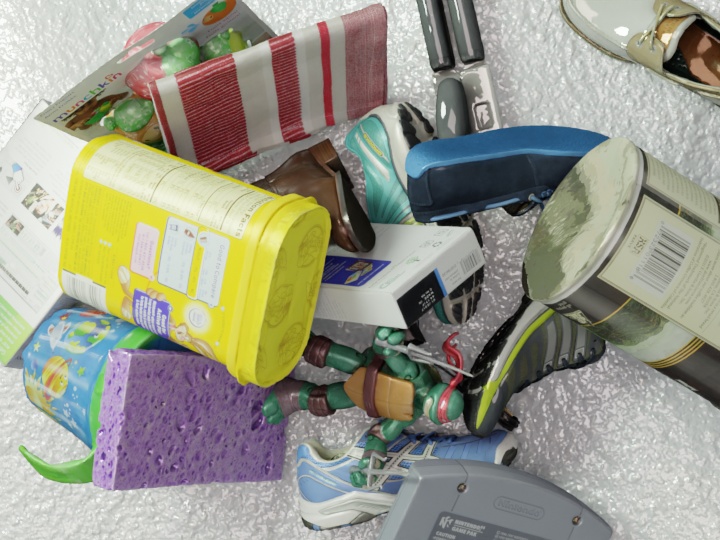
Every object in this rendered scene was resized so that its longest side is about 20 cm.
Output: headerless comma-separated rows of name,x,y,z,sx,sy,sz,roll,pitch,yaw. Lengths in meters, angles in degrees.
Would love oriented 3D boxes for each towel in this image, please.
towel,-0.070,-0.145,1.156,0.199,0.144,0.023,-20,65,-8

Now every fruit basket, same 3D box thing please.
fruit basket,-0.157,-0.156,1.160,0.185,0.200,0.094,-34,85,6

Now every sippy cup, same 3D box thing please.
sippy cup,-0.217,0.094,1.202,0.130,0.178,0.140,16,110,33

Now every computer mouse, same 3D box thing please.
computer mouse,0.063,0.066,1.208,0.200,0.059,0.034,40,87,4

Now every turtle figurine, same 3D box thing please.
turtle figurine,0.011,0.103,1.154,0.199,0.101,0.150,11,106,28

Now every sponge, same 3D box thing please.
sponge,-0.135,0.124,1.170,0.030,0.200,0.112,10,92,39

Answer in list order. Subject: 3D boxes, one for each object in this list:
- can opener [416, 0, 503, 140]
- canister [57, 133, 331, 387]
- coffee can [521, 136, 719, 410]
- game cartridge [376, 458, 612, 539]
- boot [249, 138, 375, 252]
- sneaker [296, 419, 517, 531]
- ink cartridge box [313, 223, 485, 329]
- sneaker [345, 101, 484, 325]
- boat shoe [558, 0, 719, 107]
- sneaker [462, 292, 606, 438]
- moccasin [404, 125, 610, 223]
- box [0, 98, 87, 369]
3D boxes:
can opener,0.081,-0.192,1.198,0.052,0.066,0.201,-12,87,14
canister,-0.136,-0.013,1.104,0.200,0.087,0.149,22,113,22
coffee can,0.250,0.005,1.105,0.200,0.146,0.147,30,95,-15
game cartridge,0.108,0.229,1.164,0.199,0.040,0.134,20,105,-25
boot,-0.093,-0.021,1.172,0.200,0.186,0.064,-27,115,3
sneaker,0.036,0.166,1.201,0.199,0.076,0.077,-15,93,6
ink cartridge box,0.000,0.000,1.152,0.099,0.200,0.039,-39,117,-29
sneaker,0.049,-0.046,1.210,0.079,0.077,0.201,-22,89,33
boat shoe,0.261,-0.198,1.170,0.200,0.068,0.075,27,94,6
sneaker,0.159,0.063,1.167,0.081,0.074,0.200,39,76,-2
moccasin,0.125,-0.080,1.172,0.199,0.080,0.068,-6,116,-19
box,-0.294,-0.033,1.247,0.144,0.036,0.200,42,95,20
